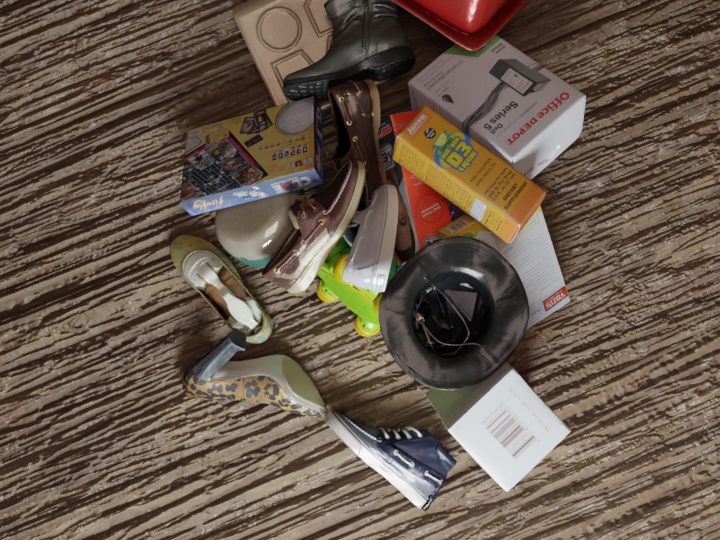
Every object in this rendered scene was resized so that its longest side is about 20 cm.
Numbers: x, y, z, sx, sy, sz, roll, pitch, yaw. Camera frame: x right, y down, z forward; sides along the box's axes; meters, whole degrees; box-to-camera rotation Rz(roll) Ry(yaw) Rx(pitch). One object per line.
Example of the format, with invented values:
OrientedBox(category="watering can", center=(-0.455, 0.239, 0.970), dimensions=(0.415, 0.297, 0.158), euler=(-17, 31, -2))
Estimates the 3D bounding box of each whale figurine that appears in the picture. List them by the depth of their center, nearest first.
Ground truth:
OrientedBox(category="whale figurine", center=(-0.122, -0.096, 1.193), dimensions=(0.159, 0.104, 0.201), euler=(9, 65, 28))

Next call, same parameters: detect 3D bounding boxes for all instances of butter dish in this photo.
OrientedBox(category="butter dish", center=(0.141, -0.434, 1.131), dimensions=(0.199, 0.148, 0.200), euler=(36, 57, 8))

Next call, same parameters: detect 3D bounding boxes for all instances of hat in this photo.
OrientedBox(category="hat", center=(0.118, 0.059, 1.093), dimensions=(0.200, 0.081, 0.201), euler=(1, 81, -5))

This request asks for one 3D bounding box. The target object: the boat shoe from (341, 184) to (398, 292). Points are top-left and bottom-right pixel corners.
OrientedBox(category="boat shoe", center=(0.010, -0.048, 1.097), dimensions=(0.068, 0.072, 0.200), euler=(10, 47, -3))

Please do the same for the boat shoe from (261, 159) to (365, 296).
OrientedBox(category="boat shoe", center=(-0.064, -0.064, 1.095), dimensions=(0.072, 0.072, 0.200), euler=(27, 104, -21))

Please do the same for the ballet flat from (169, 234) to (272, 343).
OrientedBox(category="ballet flat", center=(-0.201, 0.024, 1.199), dimensions=(0.071, 0.071, 0.200), euler=(-41, 90, -1))

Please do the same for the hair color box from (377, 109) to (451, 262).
OrientedBox(category="hair color box", center=(0.071, -0.116, 1.181), dimensions=(0.061, 0.101, 0.201), euler=(-13, 89, -21))

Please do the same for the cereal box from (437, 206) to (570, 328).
OrientedBox(category="cereal box", center=(0.205, -0.004, 1.165), dimensions=(0.144, 0.040, 0.200), euler=(-30, 119, -12))

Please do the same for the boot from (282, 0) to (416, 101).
OrientedBox(category="boot", center=(-0.029, -0.323, 1.177), dimensions=(0.199, 0.068, 0.131), euler=(-18, 79, -6))

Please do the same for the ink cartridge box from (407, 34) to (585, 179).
OrientedBox(category="ink cartridge box", center=(0.187, -0.225, 1.146), dimensions=(0.145, 0.084, 0.200), euler=(-41, 63, -13))

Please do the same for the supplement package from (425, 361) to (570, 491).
OrientedBox(category="supplement package", center=(0.180, 0.192, 1.133), dimensions=(0.117, 0.200, 0.117), euler=(-44, 96, 0))

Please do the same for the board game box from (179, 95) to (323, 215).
OrientedBox(category="board game box", center=(-0.151, -0.160, 1.159), dimensions=(0.199, 0.035, 0.136), euler=(-12, 56, 14))

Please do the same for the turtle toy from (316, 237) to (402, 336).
OrientedBox(category="turtle toy", center=(0.000, 0.000, 1.176), dimensions=(0.200, 0.146, 0.101), euler=(43, 68, -1))

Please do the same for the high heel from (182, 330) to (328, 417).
OrientedBox(category="high heel", center=(-0.156, 0.181, 1.217), dimensions=(0.200, 0.072, 0.142), euler=(38, 121, -19))

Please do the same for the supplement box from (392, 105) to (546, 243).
OrientedBox(category="supplement box", center=(0.138, -0.126, 1.084), dimensions=(0.200, 0.069, 0.067), euler=(37, 74, 11))

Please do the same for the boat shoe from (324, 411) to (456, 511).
OrientedBox(category="boat shoe", center=(0.047, 0.250, 1.205), dimensions=(0.200, 0.075, 0.093), euler=(42, 83, -8))

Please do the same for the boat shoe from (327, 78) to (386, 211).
OrientedBox(category="boat shoe", center=(-0.009, -0.167, 1.174), dimensions=(0.070, 0.070, 0.201), euler=(-19, 113, -29))

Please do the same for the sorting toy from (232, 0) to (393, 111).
OrientedBox(category="sorting toy", center=(-0.067, -0.334, 1.221), dimensions=(0.185, 0.036, 0.201), euler=(-25, 86, -1))

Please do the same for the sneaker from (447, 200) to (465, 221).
OrientedBox(category="sneaker", center=(0.141, -0.066, 1.203), dimensions=(0.114, 0.073, 0.201), euler=(-43, 90, 2))
